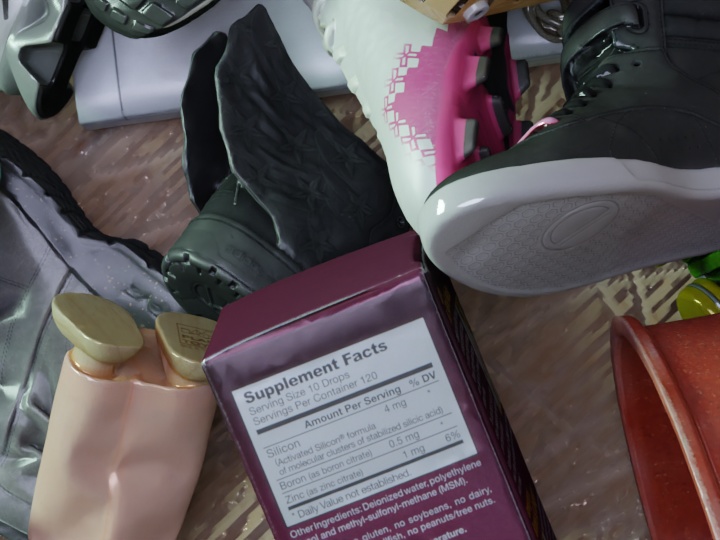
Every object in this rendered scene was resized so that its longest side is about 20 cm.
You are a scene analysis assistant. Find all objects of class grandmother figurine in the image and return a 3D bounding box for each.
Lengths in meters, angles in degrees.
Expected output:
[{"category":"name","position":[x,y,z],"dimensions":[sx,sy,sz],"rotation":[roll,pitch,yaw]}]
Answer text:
[{"category":"grandmother figurine","position":[-0.099,0.112,1.142],"dimensions":[0.121,0.061,0.200],"rotation":[15,111,-8]}]

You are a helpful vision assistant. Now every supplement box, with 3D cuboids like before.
[{"category":"supplement box","position":[0.022,0.096,1.065],"dimensions":[0.085,0.110,0.200],"rotation":[-22,97,5]}]

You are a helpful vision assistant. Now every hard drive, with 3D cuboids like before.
[{"category":"hard drive","position":[-0.022,-0.136,1.200],"dimensions":[0.199,0.027,0.132],"rotation":[-8,83,7]}]

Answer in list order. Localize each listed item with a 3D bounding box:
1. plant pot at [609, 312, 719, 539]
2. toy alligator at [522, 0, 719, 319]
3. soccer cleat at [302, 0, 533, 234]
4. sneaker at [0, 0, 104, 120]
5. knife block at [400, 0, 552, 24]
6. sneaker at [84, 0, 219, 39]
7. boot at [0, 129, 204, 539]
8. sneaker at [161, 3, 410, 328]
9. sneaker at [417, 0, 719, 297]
[{"category":"plant pot","position":[0.211,0.086,1.071],"dimensions":[0.195,0.201,0.201],"rotation":[-16,82,-3]},{"category":"toy alligator","position":[0.127,-0.037,1.140],"dimensions":[0.059,0.054,0.200],"rotation":[-35,89,-16]},{"category":"soccer cleat","position":[0.018,-0.082,1.114],"dimensions":[0.086,0.070,0.200],"rotation":[-8,48,17]},{"category":"sneaker","position":[-0.121,-0.168,1.167],"dimensions":[0.088,0.074,0.200],"rotation":[25,90,11]},{"category":"knife block","position":[0.063,-0.189,1.112],"dimensions":[0.176,0.200,0.064],"rotation":[58,136,17]},{"category":"sneaker","position":[-0.028,-0.165,1.144],"dimensions":[0.076,0.088,0.200],"rotation":[34,86,19]},{"category":"boot","position":[-0.157,0.018,1.186],"dimensions":[0.200,0.070,0.132],"rotation":[39,96,15]},{"category":"sneaker","position":[-0.002,0.001,1.159],"dimensions":[0.200,0.060,0.104],"rotation":[41,57,-15]},{"category":"sneaker","position":[0.080,-0.054,1.055],"dimensions":[0.071,0.200,0.099],"rotation":[-46,64,43]}]
